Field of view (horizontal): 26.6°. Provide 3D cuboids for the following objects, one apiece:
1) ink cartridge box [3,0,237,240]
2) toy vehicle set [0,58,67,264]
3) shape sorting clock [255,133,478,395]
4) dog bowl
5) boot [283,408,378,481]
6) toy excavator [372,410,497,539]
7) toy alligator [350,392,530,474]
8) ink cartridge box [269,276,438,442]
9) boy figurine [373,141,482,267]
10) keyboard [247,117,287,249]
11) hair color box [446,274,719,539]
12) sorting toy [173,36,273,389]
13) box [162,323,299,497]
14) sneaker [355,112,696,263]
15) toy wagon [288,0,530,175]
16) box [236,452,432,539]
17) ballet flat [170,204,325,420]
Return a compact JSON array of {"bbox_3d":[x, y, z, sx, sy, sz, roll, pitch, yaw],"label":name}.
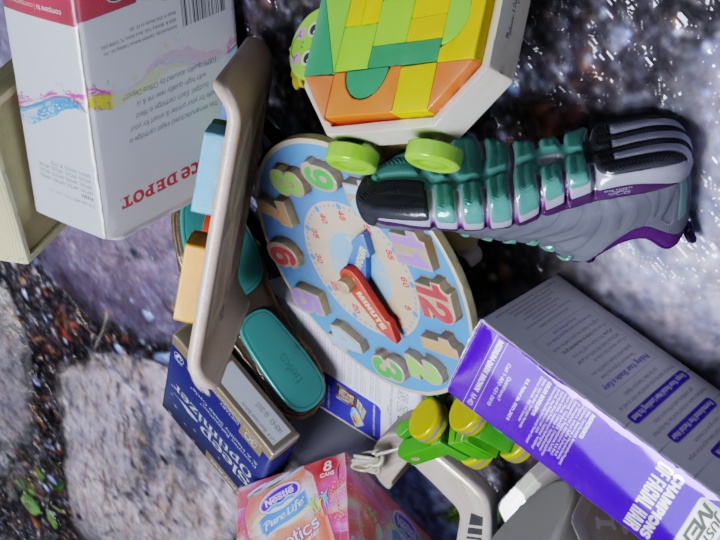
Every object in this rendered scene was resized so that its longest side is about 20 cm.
[{"bbox_3d":[-0.161,-0.144,1.051,0.082,0.145,0.202,19,125,34],"label":"ink cartridge box"},{"bbox_3d":[-0.216,-0.111,1.118,0.026,0.200,0.125,8,127,22],"label":"toy vehicle set"},{"bbox_3d":[0.000,0.000,1.011,0.199,0.039,0.201,30,142,27],"label":"shape sorting clock"},{"bbox_3d":[0.111,0.207,1.004,0.059,0.200,0.200,38,144,-3],"label":"dog bowl"},{"bbox_3d":[-0.040,0.159,1.280,0.199,0.073,0.096,21,141,47],"label":"boot"},{"bbox_3d":[0.098,0.217,1.145,0.193,0.100,0.202,19,122,23],"label":"toy excavator"},{"bbox_3d":[0.062,0.103,1.056,0.059,0.055,0.199,30,151,-30],"label":"toy alligator"},{"bbox_3d":[-0.023,0.068,1.202,0.199,0.037,0.095,27,137,27],"label":"ink cartridge box"},{"bbox_3d":[0.030,-0.052,1.018,0.124,0.064,0.201,27,137,31],"label":"boy figurine"},{"bbox_3d":[-0.078,-0.078,1.149,0.200,0.021,0.127,45,145,8],"label":"keyboard"},{"bbox_3d":[0.165,0.094,0.948,0.199,0.109,0.065,36,122,21],"label":"hair color box"},{"bbox_3d":[-0.092,-0.045,1.025,0.036,0.185,0.202,7,108,1],"label":"sorting toy"},{"bbox_3d":[-0.109,0.124,1.223,0.121,0.032,0.200,48,159,12],"label":"box"},{"bbox_3d":[0.099,-0.031,0.898,0.198,0.075,0.088,-6,129,14],"label":"sneaker"},{"bbox_3d":[0.016,-0.135,0.898,0.039,0.157,0.199,22,166,-41],"label":"toy wagon"},{"bbox_3d":[-0.005,0.241,1.194,0.102,0.095,0.200,-21,136,21],"label":"box"},{"bbox_3d":[-0.094,0.028,1.178,0.201,0.068,0.072,58,156,-4],"label":"ballet flat"}]
